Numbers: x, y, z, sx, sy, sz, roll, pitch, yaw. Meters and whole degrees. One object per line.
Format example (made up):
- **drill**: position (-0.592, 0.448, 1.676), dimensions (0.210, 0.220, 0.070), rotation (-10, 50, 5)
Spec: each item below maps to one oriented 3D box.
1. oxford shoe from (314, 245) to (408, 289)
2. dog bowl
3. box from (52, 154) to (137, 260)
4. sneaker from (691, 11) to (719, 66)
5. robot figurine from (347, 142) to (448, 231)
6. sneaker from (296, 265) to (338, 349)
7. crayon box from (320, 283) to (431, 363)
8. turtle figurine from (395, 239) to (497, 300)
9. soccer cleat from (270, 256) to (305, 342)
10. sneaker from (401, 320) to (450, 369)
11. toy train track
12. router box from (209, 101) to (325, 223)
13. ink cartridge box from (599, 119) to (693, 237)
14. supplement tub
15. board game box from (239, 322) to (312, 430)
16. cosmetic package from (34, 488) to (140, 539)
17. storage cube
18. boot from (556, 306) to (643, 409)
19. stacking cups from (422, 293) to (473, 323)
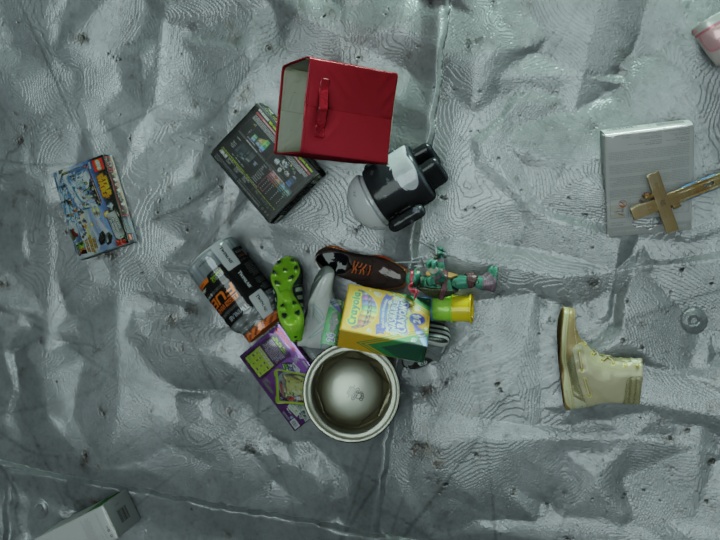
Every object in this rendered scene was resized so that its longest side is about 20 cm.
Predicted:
- **oxford shoe**: position (0.000, 0.000, 1.503), dimensions (0.197, 0.073, 0.072), rotation (12, 97, 11)
- **dog bowl**: position (-0.017, 0.244, 1.513), dimensions (0.197, 0.074, 0.203), rotation (0, 89, 2)
- **box**: position (-0.586, -0.139, 1.633), dimensions (0.135, 0.040, 0.203), rotation (-16, 92, 14)
- **sneaker**: position (0.705, -0.437, 1.311), dimensions (0.199, 0.075, 0.106), rotation (-29, 84, 21)
- **robot figurine**: position (0.070, -0.163, 1.450), dimensions (0.198, 0.151, 0.126), rotation (-31, 105, 12)
- **sneaker**: position (-0.074, 0.078, 1.517), dimensions (0.079, 0.071, 0.202), rotation (15, 123, -3)
- **crayon box**: position (0.032, 0.096, 1.406), dimensions (0.197, 0.127, 0.052), rotation (10, 133, 1)
- **turtle figurine**: position (0.162, 0.006, 1.437), dimensions (0.197, 0.150, 0.102), rotation (7, 109, 1)
- **soccer cleat**: position (-0.146, 0.056, 1.507), dimensions (0.066, 0.202, 0.082), rotation (-7, 135, -3)
- **sneaker**: position (0.074, 0.148, 1.482), dimensions (0.197, 0.075, 0.117), rotation (14, 132, 5)
- **toy train track**: position (0.593, -0.143, 1.359), dimensions (0.198, 0.033, 0.116), rotation (-22, 99, 11)
- **router box**: position (-0.191, -0.222, 1.529), dimensions (0.150, 0.062, 0.200), rotation (-42, 86, 13)
- **ink cartridge box**: position (0.540, -0.172, 1.396), dimensions (0.158, 0.050, 0.203), rotation (-5, 112, 12)
- **supplement tub**: position (-0.253, 0.042, 1.536), dimensions (0.122, 0.122, 0.201), rotation (-40, 86, 12)
- **board game box**: position (-0.153, 0.226, 1.579), dimensions (0.120, 0.032, 0.201), rotation (-38, 87, 17)
- **cosmetic package**: position (-0.614, 0.585, 1.670), dimensions (0.198, 0.108, 0.086), rotation (-27, 89, 12)
- **storage cube**: position (-0.051, -0.297, 1.405), dimensions (0.177, 0.200, 0.174), rotation (4, 96, -22)
- **boot**: position (0.458, 0.165, 1.419), dimensions (0.153, 0.073, 0.203), rotation (-5, 96, 13)
- **stacking cups**: position (0.129, 0.078, 1.497), dimensions (0.197, 0.060, 0.062), rotation (-1, 95, 17)
